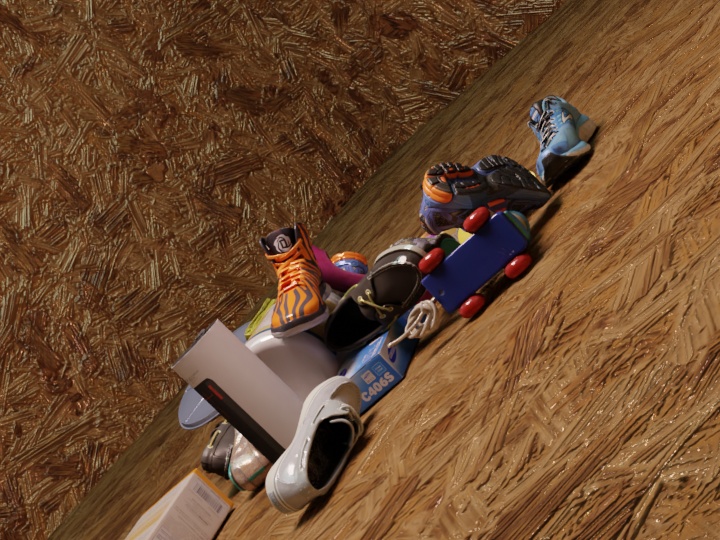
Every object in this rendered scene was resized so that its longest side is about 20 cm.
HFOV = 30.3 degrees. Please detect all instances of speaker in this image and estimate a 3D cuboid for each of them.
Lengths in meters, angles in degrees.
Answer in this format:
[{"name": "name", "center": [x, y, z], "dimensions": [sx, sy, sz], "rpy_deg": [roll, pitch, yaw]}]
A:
[{"name": "speaker", "center": [-0.125, 0.151, 1.557], "dimensions": [0.081, 0.200, 0.081], "rpy_deg": [-45, 6, 6]}]

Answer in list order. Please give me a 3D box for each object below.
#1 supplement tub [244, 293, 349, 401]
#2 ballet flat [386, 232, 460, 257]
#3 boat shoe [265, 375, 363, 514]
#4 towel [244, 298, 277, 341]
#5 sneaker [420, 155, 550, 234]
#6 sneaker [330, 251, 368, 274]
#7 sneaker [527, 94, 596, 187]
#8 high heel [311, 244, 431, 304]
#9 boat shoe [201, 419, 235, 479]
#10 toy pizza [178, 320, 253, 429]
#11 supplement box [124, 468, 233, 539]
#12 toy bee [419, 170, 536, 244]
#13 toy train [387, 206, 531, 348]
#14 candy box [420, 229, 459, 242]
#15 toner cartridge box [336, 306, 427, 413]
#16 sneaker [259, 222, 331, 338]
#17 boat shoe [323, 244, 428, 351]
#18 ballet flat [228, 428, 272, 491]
[{"name": "supplement tub", "center": [-0.077, 0.114, 1.740], "dimensions": [0.145, 0.145, 0.200], "rpy_deg": [-43, 6, 20]}, {"name": "ballet flat", "center": [0.076, -0.017, 1.668], "dimensions": [0.072, 0.072, 0.200], "rpy_deg": [-43, -12, 16]}, {"name": "boat shoe", "center": [-0.031, 0.181, 1.428], "dimensions": [0.071, 0.070, 0.201], "rpy_deg": [-26, 20, 36]}, {"name": "towel", "center": [-0.129, 0.142, 1.869], "dimensions": [0.086, 0.018, 0.200], "rpy_deg": [-54, -34, -47]}, {"name": "sneaker", "center": [0.144, -0.086, 1.584], "dimensions": [0.200, 0.075, 0.079], "rpy_deg": [-5, -47, -37]}, {"name": "sneaker", "center": [-0.038, 0.072, 1.873], "dimensions": [0.078, 0.075, 0.200], "rpy_deg": [-94, 14, -57]}, {"name": "sneaker", "center": [0.247, -0.175, 1.737], "dimensions": [0.078, 0.090, 0.200], "rpy_deg": [-43, 8, 24]}, {"name": "high heel", "center": [0.000, 0.000, 1.763], "dimensions": [0.096, 0.200, 0.067], "rpy_deg": [-50, -6, 1]}, {"name": "boat shoe", "center": [-0.182, 0.238, 1.872], "dimensions": [0.201, 0.060, 0.072], "rpy_deg": [-85, 7, -80]}, {"name": "toy pizza", "center": [-0.191, 0.156, 1.947], "dimensions": [0.200, 0.032, 0.200], "rpy_deg": [-41, 22, 20]}, {"name": "supplement box", "center": [-0.253, 0.355, 1.666], "dimensions": [0.126, 0.074, 0.200], "rpy_deg": [-42, 7, 29]}, {"name": "toy bee", "center": [0.160, -0.070, 1.689], "dimensions": [0.200, 0.109, 0.131], "rpy_deg": [-19, -19, -36]}, {"name": "toy train", "center": [0.112, 0.008, 1.523], "dimensions": [0.200, 0.085, 0.116], "rpy_deg": [-43, -4, 20]}, {"name": "candy box", "center": [0.093, -0.009, 1.842], "dimensions": [0.200, 0.056, 0.117], "rpy_deg": [-47, 7, -1]}, {"name": "toner cartridge box", "center": [0.022, 0.104, 1.629], "dimensions": [0.095, 0.043, 0.200], "rpy_deg": [-43, 7, 21]}, {"name": "sneaker", "center": [-0.090, 0.009, 1.632], "dimensions": [0.077, 0.112, 0.200], "rpy_deg": [-21, 14, 5]}, {"name": "boat shoe", "center": [0.020, 0.039, 1.580], "dimensions": [0.061, 0.072, 0.201], "rpy_deg": [-54, 5, -39]}, {"name": "ballet flat", "center": [-0.132, 0.214, 1.759], "dimensions": [0.067, 0.068, 0.200], "rpy_deg": [-38, 28, 18]}]
